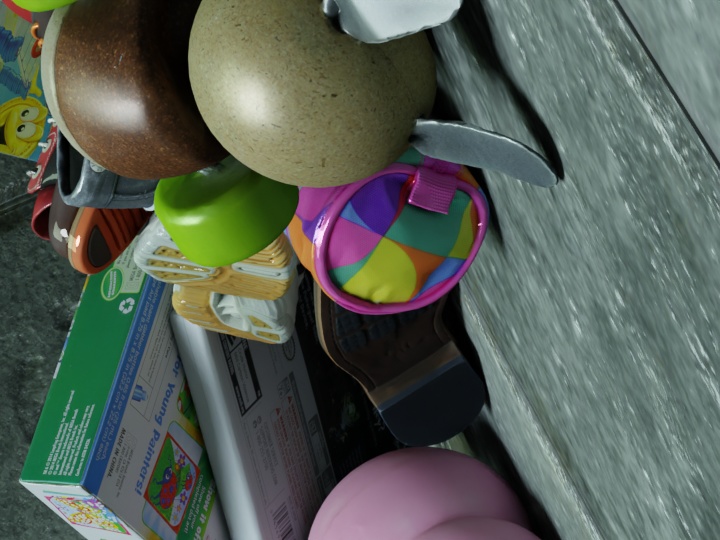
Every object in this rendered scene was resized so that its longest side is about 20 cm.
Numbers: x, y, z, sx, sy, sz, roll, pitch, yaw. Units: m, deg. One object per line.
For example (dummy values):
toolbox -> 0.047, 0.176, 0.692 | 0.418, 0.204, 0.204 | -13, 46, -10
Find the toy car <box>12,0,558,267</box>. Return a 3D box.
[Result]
toy car -> -0.011, -0.090, 1.041 | 0.200, 0.158, 0.164 | 15, 146, 48

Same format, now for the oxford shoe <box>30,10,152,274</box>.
oxford shoe -> -0.118, -0.090, 1.299 | 0.071, 0.073, 0.200 | 77, -156, -61

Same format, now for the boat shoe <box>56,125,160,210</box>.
boat shoe -> -0.099, -0.124, 1.147 | 0.072, 0.068, 0.200 | -161, 71, -64

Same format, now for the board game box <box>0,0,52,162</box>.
board game box -> -0.198, -0.168, 1.594 | 0.056, 0.200, 0.196 | 22, -176, 25

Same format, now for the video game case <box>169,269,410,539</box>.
video game case -> -0.027, 0.070, 1.522 | 0.182, 0.023, 0.200 | -45, -53, -50

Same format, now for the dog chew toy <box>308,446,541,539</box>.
dog chew toy -> 0.053, 0.172, 1.440 | 0.200, 0.125, 0.125 | 41, 156, 56

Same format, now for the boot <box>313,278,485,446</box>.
boot -> 0.000, 0.000, 1.405 | 0.097, 0.075, 0.200 | 58, 172, 39

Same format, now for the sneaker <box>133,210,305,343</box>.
sneaker -> -0.059, -0.029, 1.328 | 0.200, 0.076, 0.088 | 99, -174, -78

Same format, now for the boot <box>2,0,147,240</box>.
boot -> -0.144, -0.090, 1.396 | 0.200, 0.144, 0.072 | 24, 163, 43

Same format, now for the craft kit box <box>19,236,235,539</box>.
craft kit box -> -0.084, 0.066, 1.485 | 0.198, 0.049, 0.200 | 47, -129, -47

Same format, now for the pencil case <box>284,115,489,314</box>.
pencil case -> -0.014, -0.067, 1.230 | 0.200, 0.088, 0.088 | -120, 8, -46
